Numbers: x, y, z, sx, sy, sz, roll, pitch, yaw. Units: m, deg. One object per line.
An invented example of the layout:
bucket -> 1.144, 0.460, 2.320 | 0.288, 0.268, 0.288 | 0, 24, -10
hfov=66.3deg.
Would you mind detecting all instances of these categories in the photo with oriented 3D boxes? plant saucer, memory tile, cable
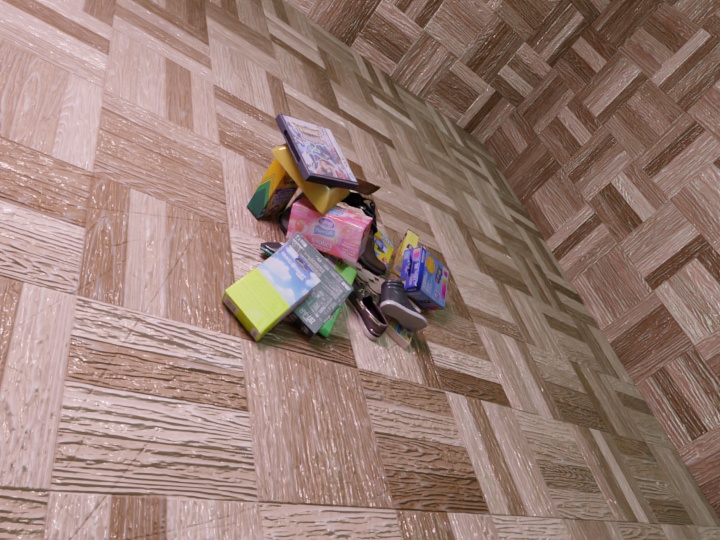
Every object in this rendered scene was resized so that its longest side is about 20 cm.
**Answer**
plant saucer -> -0.108, -0.260, 1.397 | 0.201, 0.048, 0.200 | 50, 30, -5
memory tile -> 0.000, 0.000, 1.589 | 0.199, 0.017, 0.153 | 43, 16, 11
cable -> -0.034, -0.168, 1.659 | 0.051, 0.194, 0.166 | -57, 144, -37
plant saucer -> -0.037, -0.255, 1.584 | 0.194, 0.037, 0.200 | 19, 7, -2

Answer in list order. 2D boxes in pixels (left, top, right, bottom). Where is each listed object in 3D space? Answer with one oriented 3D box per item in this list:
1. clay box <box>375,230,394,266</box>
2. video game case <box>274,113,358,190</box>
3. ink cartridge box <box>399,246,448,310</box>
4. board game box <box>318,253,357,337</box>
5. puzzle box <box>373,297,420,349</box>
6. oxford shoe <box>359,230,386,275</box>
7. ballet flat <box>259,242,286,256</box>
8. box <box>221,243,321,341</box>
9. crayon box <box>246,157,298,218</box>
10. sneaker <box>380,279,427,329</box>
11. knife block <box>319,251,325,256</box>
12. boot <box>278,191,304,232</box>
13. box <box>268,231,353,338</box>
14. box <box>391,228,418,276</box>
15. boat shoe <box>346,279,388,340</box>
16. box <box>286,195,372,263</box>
clay box -> 0.046, -0.074, 1.761 | 0.114, 0.048, 0.201 | 41, 30, -9
video game case -> -0.104, -0.289, 1.360 | 0.197, 0.025, 0.185 | 0, 59, -55
ink cartridge box -> 0.190, 0.021, 1.714 | 0.198, 0.075, 0.141 | 34, 57, -40
board game box -> -0.083, 0.059, 1.369 | 0.094, 0.030, 0.204 | 35, 55, -16
puzzle box -> 0.107, 0.126, 1.609 | 0.132, 0.025, 0.201 | 42, 29, -6
oxford shoe -> 0.020, -0.069, 1.616 | 0.200, 0.084, 0.073 | 47, 8, -20
ballet flat -> -0.162, -0.027, 1.397 | 0.198, 0.069, 0.068 | 39, -12, -20
box -> -0.193, 0.044, 1.217 | 0.122, 0.048, 0.199 | 47, 52, 4
crayon box -> -0.208, -0.238, 1.469 | 0.052, 0.202, 0.125 | 43, 28, 11
sneaker -> 0.124, 0.091, 1.539 | 0.198, 0.069, 0.102 | 34, 44, -40
knife block -> -0.107, -0.101, 1.565 | 0.061, 0.176, 0.208 | 4, 74, 4
boot -> -0.160, -0.192, 1.550 | 0.067, 0.131, 0.202 | 34, 30, -13
box -> -0.134, 0.033, 1.310 | 0.200, 0.044, 0.161 | 43, 58, 0
box -> 0.152, -0.060, 1.855 | 0.049, 0.076, 0.202 | 30, 31, -6
boat shoe -> 0.010, 0.088, 1.492 | 0.071, 0.060, 0.203 | 4, 49, -49
box -> -0.079, -0.108, 1.404 | 0.194, 0.098, 0.103 | 20, 24, 9
